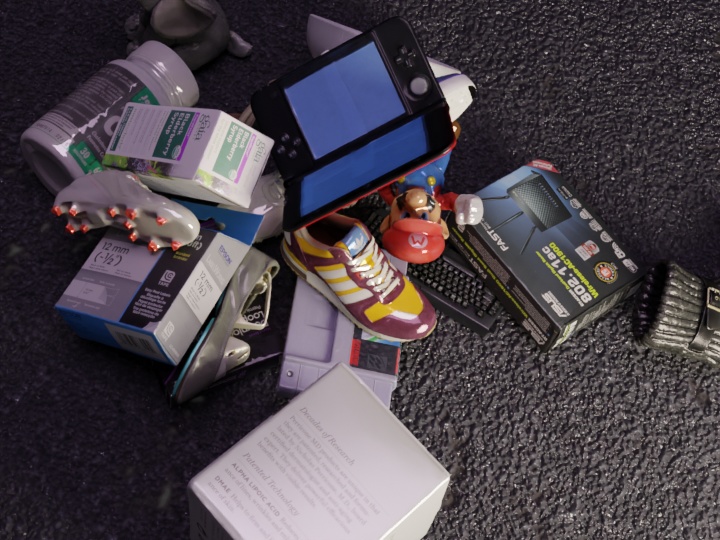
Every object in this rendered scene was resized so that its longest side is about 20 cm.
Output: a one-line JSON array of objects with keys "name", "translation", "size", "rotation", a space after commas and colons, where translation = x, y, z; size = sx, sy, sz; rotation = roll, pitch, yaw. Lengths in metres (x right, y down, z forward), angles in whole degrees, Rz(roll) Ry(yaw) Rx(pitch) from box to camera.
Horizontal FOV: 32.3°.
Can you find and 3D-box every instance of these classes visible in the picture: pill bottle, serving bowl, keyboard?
[{"name": "pill bottle", "translation": [-0.290, -0.175, 1.460], "size": [0.113, 0.113, 0.200], "rotation": [37, 63, 14]}, {"name": "serving bowl", "translation": [0.021, -0.249, 1.526], "size": [0.198, 0.200, 0.066], "rotation": [21, 101, 5]}, {"name": "keyboard", "translation": [0.068, 0.013, 1.454], "size": [0.199, 0.021, 0.127], "rotation": [31, 61, 11]}]

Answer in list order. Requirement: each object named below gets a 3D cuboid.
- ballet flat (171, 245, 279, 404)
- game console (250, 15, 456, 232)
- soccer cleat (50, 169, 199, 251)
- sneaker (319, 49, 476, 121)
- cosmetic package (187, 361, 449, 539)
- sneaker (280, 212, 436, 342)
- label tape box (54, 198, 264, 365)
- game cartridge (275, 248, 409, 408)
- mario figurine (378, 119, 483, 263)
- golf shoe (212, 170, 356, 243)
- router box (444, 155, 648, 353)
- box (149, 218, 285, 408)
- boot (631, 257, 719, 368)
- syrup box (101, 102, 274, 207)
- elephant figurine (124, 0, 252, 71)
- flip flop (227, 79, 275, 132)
[{"name": "ballet flat", "translation": [-0.138, 0.062, 1.335], "size": [0.063, 0.068, 0.201], "rotation": [23, 60, -3]}, {"name": "game console", "translation": [-0.014, -0.156, 1.293], "size": [0.199, 0.119, 0.174], "rotation": [-26, 85, 11]}, {"name": "soccer cleat", "translation": [-0.243, -0.072, 1.317], "size": [0.198, 0.070, 0.078], "rotation": [9, 52, 34]}, {"name": "sneaker", "translation": [0.013, -0.208, 1.401], "size": [0.199, 0.081, 0.147], "rotation": [-29, 68, 3]}, {"name": "cosmetic package", "translation": [-0.044, 0.236, 1.229], "size": [0.199, 0.165, 0.165], "rotation": [-37, 70, -25]}, {"name": "sneaker", "translation": [0.000, 0.000, 1.346], "size": [0.199, 0.090, 0.075], "rotation": [33, 58, 8]}, {"name": "label tape box", "translation": [-0.212, -0.009, 1.335], "size": [0.142, 0.066, 0.201], "rotation": [12, 60, 31]}, {"name": "game cartridge", "translation": [-0.015, 0.057, 1.381], "size": [0.128, 0.039, 0.202], "rotation": [10, 58, -2]}, {"name": "mario figurine", "translation": [0.069, -0.100, 1.409], "size": [0.106, 0.123, 0.201], "rotation": [38, 44, -36]}, {"name": "golf shoe", "translation": [-0.080, -0.101, 1.443], "size": [0.199, 0.097, 0.079], "rotation": [-25, 70, -28]}, {"name": "router box", "translation": [0.214, -0.022, 1.460], "size": [0.149, 0.062, 0.200], "rotation": [-30, 69, -27]}, {"name": "box", "translation": [-0.185, 0.040, 1.397], "size": [0.142, 0.036, 0.201], "rotation": [-21, 66, -18]}, {"name": "boot", "translation": [0.406, 0.015, 1.445], "size": [0.157, 0.080, 0.213], "rotation": [22, 60, -8]}, {"name": "syrup box", "translation": [-0.189, -0.127, 1.347], "size": [0.081, 0.199, 0.079], "rotation": [27, 81, -39]}, {"name": "elephant figurine", "translation": [-0.229, -0.334, 1.508], "size": [0.155, 0.201, 0.142], "rotation": [-37, 70, -24]}, {"name": "flip flop", "translation": [-0.152, -0.161, 1.497], "size": [0.057, 0.081, 0.201], "rotation": [21, 57, 25]}]
